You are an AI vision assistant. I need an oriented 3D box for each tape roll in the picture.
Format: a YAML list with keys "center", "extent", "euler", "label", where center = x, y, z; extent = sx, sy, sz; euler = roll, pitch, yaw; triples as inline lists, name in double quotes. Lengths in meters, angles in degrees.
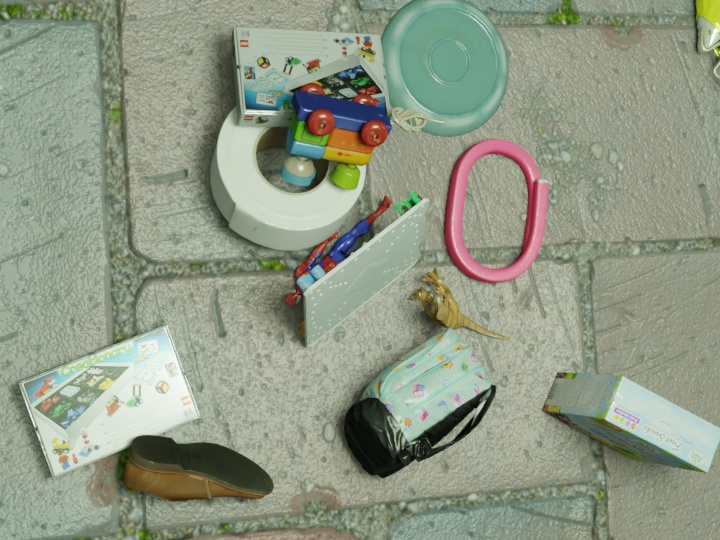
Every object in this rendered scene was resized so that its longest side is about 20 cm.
- center: [-0.095, -0.131, 1.542]
  extent: [0.199, 0.071, 0.206]
  euler: [6, 68, -14]
  label: "tape roll"

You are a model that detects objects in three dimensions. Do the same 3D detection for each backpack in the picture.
- center: [0.081, 0.171, 1.556]
  extent: [0.198, 0.167, 0.128]
  euler: [-32, 90, -22]
  label: "backpack"

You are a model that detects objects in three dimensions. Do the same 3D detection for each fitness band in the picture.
- center: [0.191, -0.084, 1.665]
  extent: [0.141, 0.037, 0.204]
  euler: [9, 82, -15]
  label: "fitness band"

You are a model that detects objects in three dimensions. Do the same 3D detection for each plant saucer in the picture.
- center: [0.122, -0.292, 1.666]
  extent: [0.196, 0.027, 0.204]
  euler: [1, 85, -17]
  label: "plant saucer"

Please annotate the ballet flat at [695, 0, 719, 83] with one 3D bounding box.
- center: [0.545, -0.330, 1.773]
  extent: [0.067, 0.067, 0.202]
  euler: [-33, 96, -2]
  label: "ballet flat"

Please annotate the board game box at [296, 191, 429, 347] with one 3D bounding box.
- center: [0.000, 0.000, 1.525]
  extent: [0.199, 0.201, 0.026]
  euler: [-38, 73, -15]
  label: "board game box"

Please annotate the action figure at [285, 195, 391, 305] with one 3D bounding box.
- center: [-0.024, -0.020, 1.592]
  extent: [0.199, 0.052, 0.066]
  euler: [-41, 89, -12]
  label: "action figure"

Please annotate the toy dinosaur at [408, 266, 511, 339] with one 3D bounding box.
- center: [0.120, 0.059, 1.611]
  extent: [0.060, 0.199, 0.107]
  euler: [-42, 65, 15]
  label: "toy dinosaur"

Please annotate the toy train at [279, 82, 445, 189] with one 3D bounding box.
- center: [0.000, -0.152, 1.481]
  extent: [0.197, 0.085, 0.117]
  euler: [9, 123, -21]
  label: "toy train"

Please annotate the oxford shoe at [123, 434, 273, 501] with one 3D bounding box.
- center: [-0.208, 0.266, 1.520]
  extent: [0.197, 0.072, 0.072]
  euler: [16, 116, -20]
  label: "oxford shoe"

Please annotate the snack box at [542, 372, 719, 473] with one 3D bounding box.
- center: [0.364, 0.203, 1.607]
  extent: [0.167, 0.200, 0.069]
  euler: [27, 79, -11]
  label: "snack box"

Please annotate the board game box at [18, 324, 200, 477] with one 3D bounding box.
- center: [-0.317, 0.164, 1.501]
  extent: [0.197, 0.035, 0.128]
  euler: [-21, 92, -16]
  label: "board game box"

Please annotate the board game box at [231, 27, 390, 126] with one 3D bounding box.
- center: [-0.065, -0.248, 1.530]
  extent: [0.196, 0.035, 0.128]
  euler: [0, 67, -17]
  label: "board game box"
